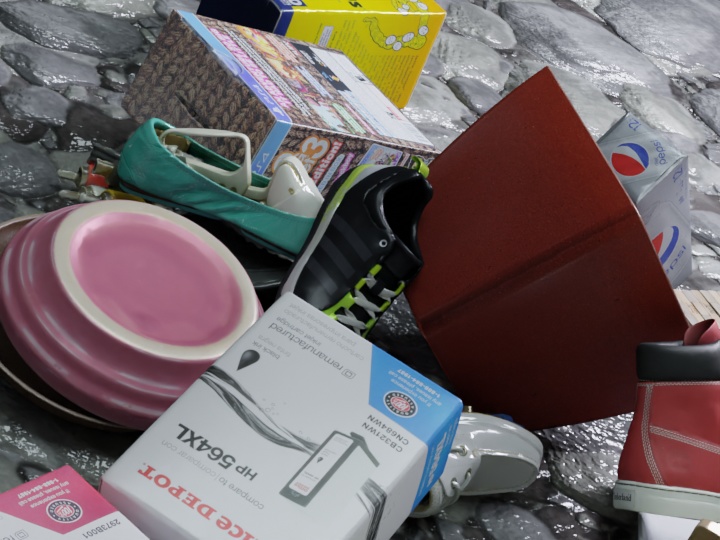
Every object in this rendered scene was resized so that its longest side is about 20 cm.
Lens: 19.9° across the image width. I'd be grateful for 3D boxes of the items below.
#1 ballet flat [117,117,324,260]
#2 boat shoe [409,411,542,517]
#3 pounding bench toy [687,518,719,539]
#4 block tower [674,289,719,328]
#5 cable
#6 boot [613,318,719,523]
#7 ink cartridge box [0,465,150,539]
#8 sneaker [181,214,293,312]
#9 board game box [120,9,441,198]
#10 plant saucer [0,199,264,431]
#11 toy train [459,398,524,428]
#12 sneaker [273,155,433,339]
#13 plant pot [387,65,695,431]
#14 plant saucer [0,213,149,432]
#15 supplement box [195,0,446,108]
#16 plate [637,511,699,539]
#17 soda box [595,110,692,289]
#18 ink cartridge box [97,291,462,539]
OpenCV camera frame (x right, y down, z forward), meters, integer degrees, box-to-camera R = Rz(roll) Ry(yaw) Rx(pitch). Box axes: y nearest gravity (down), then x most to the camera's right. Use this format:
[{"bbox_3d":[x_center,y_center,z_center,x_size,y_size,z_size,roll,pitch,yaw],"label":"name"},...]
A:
[{"bbox_3d":[-0.083,-0.062,1.529,0.200,0.070,0.067,21,24,0],"label":"ballet flat"},{"bbox_3d":[0.042,0.141,1.420,0.200,0.071,0.069,7,44,-25],"label":"boat shoe"},{"bbox_3d":[0.195,0.239,1.310,0.200,0.124,0.156,33,31,15],"label":"pounding bench toy"},{"bbox_3d":[0.247,0.051,1.716,0.200,0.058,0.054,5,35,-33],"label":"block tower"},{"bbox_3d":[-0.147,-0.048,1.627,0.200,0.050,0.097,22,13,-29],"label":"cable"},{"bbox_3d":[0.279,0.113,1.472,0.200,0.144,0.072,12,-7,-26],"label":"boot"},{"bbox_3d":[-0.155,0.217,1.134,0.200,0.084,0.145,38,33,22],"label":"ink cartridge box"},{"bbox_3d":[-0.097,-0.005,1.553,0.200,0.060,0.104,-2,43,-32],"label":"sneaker"},{"bbox_3d":[-0.064,-0.116,1.679,0.200,0.097,0.159,8,32,-47],"label":"board game box"},{"bbox_3d":[-0.147,0.021,1.399,0.200,0.051,0.201,21,37,-17],"label":"plant saucer"},{"bbox_3d":[0.048,0.100,1.458,0.200,0.046,0.034,23,57,-36],"label":"toy train"},{"bbox_3d":[0.000,0.000,1.468,0.072,0.083,0.200,40,56,-40],"label":"sneaker"},{"bbox_3d":[0.126,0.005,1.540,0.176,0.200,0.200,-27,41,4],"label":"plant pot"},{"bbox_3d":[-0.185,0.043,1.418,0.200,0.037,0.200,19,38,-16],"label":"plant saucer"},{"bbox_3d":[-0.041,-0.221,1.886,0.200,0.110,0.109,-5,41,-41],"label":"supplement box"},{"bbox_3d":[0.285,0.220,1.478,0.200,0.032,0.200,22,23,-3],"label":"plate"},{"bbox_3d":[0.233,-0.043,1.720,0.063,0.200,0.068,-42,63,-14],"label":"soda box"},{"bbox_3d":[-0.051,0.130,1.288,0.146,0.084,0.200,32,50,14],"label":"ink cartridge box"}]
